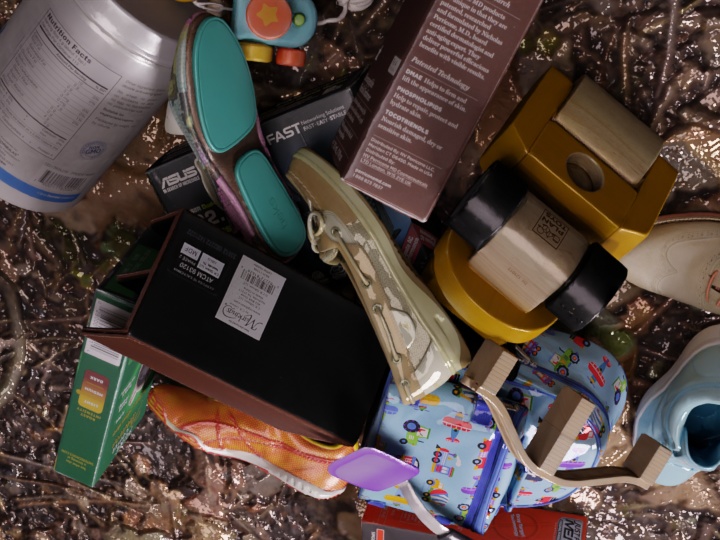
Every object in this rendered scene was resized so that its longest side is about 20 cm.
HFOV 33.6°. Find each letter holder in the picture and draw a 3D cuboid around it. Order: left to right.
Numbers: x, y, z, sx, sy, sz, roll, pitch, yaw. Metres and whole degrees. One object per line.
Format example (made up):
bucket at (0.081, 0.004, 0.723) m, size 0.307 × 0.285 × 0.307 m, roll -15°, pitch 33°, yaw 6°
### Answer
letter holder at (-0.097, 0.048, 0.928) m, size 0.199 × 0.101 × 0.142 m, roll 29°, pitch 163°, yaw -24°

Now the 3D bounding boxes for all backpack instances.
backpack at (0.110, 0.124, 0.966) m, size 0.199 × 0.135 × 0.183 m, roll 18°, pitch 131°, yaw -1°

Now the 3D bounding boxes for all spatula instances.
spatula at (0.055, 0.193, 0.932) m, size 0.056 × 0.021 × 0.200 m, roll -30°, pitch 120°, yaw 35°

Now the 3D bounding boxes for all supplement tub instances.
supplement tub at (-0.219, -0.153, 0.923) m, size 0.132 × 0.132 × 0.200 m, roll 43°, pitch 118°, yaw -8°

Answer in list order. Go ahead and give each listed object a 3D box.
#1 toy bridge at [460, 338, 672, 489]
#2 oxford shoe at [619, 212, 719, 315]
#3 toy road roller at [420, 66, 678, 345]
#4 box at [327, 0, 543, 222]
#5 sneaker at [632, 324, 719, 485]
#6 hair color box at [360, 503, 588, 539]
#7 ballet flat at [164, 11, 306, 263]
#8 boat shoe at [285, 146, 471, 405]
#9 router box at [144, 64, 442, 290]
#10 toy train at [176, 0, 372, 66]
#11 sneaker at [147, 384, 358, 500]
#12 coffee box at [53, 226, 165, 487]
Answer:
toy bridge at (0.145, 0.119, 0.877) m, size 0.199 × 0.027 × 0.068 m, roll 30°, pitch 92°, yaw -30°
oxford shoe at (0.286, 0.006, 0.898) m, size 0.198 × 0.074 × 0.071 m, roll 9°, pitch 118°, yaw 11°
toy road roller at (0.125, -0.034, 0.872) m, size 0.123 × 0.200 × 0.146 m, roll 39°, pitch 144°, yaw -3°
box at (0.055, -0.145, 0.833) m, size 0.075 × 0.100 × 0.201 m, roll 26°, pitch 101°, yaw -14°
sneaker at (0.256, 0.128, 0.936) m, size 0.073 × 0.082 × 0.201 m, roll 16°, pitch 141°, yaw 8°
hair color box at (0.102, 0.265, 1.085) m, size 0.198 × 0.061 × 0.102 m, roll 6°, pitch 117°, yaw 11°
ballet flat at (-0.103, -0.092, 0.886) m, size 0.071 × 0.069 × 0.201 m, roll 5°, pitch 127°, yaw 42°
boat shoe at (0.000, 0.001, 0.869) m, size 0.063 × 0.073 × 0.201 m, roll -36°, pitch 86°, yaw -3°
router box at (-0.053, -0.057, 0.965) m, size 0.199 × 0.062 × 0.151 m, roll -19°, pitch 108°, yaw 23°
toy train at (-0.081, -0.242, 0.858) m, size 0.150 × 0.056 × 0.200 m, roll -44°, pitch 103°, yaw 3°
sneaker at (-0.096, 0.138, 1.082) m, size 0.199 × 0.073 × 0.078 m, roll 20°, pitch 97°, yaw 0°
coffee box at (-0.210, 0.076, 1.040) m, size 0.044 × 0.123 × 0.201 m, roll 21°, pitch 121°, yaw 2°
